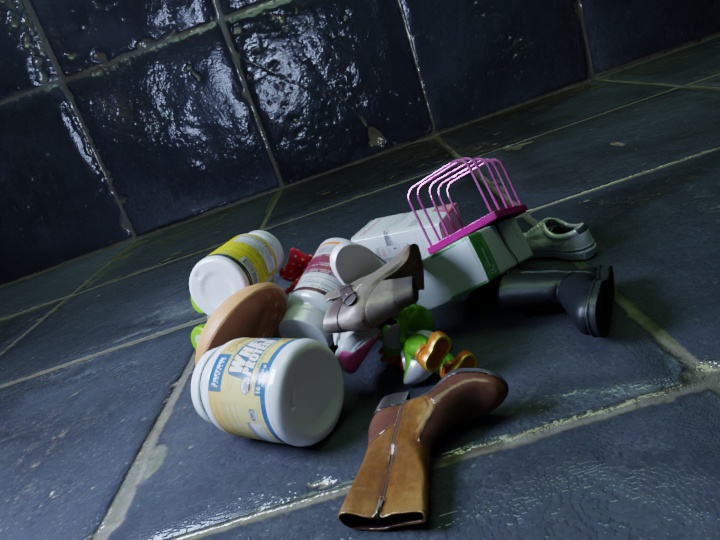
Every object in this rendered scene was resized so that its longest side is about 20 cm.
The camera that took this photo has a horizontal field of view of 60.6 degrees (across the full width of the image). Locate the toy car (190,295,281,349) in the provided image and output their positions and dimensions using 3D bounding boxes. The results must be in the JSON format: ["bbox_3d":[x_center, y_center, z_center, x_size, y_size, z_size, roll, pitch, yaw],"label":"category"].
[{"bbox_3d":[-0.204,0.096,1.207,0.198,0.160,0.164,12,16,31],"label":"toy car"}]

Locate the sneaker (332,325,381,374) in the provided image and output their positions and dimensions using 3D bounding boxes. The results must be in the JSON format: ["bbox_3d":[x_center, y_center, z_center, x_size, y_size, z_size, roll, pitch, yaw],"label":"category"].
[{"bbox_3d":[-0.016,0.090,0.976,0.082,0.088,0.200,-57,0,20],"label":"sneaker"}]

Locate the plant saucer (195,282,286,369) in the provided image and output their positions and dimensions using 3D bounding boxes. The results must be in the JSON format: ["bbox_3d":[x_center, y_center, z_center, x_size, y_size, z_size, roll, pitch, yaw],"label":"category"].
[{"bbox_3d":[-0.203,0.101,1.029,0.037,0.202,0.200,33,44,20],"label":"plant saucer"}]

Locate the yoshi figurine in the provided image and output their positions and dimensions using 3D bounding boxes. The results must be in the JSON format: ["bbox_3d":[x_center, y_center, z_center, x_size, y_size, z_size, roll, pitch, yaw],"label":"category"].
[{"bbox_3d":[0.096,0.100,0.942,0.111,0.114,0.200,-9,11,-23],"label":"yoshi figurine"}]

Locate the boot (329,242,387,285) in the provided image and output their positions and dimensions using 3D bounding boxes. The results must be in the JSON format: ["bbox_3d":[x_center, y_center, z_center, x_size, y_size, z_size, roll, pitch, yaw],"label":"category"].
[{"bbox_3d":[0.000,0.000,1.031,0.090,0.199,0.073,27,86,45],"label":"boot"}]

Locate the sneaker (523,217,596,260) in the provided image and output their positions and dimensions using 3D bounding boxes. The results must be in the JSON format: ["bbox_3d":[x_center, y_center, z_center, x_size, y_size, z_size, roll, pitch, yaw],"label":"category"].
[{"bbox_3d":[0.358,-0.067,1.180,0.073,0.072,0.199,-31,21,-32],"label":"sneaker"}]

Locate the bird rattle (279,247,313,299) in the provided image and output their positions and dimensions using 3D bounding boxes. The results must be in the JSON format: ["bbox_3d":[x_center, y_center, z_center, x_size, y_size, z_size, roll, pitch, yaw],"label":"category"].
[{"bbox_3d":[-0.092,0.028,1.277,0.112,0.164,0.200,32,33,16],"label":"bird rattle"}]

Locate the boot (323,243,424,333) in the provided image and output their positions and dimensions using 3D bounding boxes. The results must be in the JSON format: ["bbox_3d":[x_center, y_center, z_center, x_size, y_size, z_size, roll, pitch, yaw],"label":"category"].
[{"bbox_3d":[0.019,0.026,0.927,0.145,0.071,0.200,-18,16,16],"label":"boot"}]

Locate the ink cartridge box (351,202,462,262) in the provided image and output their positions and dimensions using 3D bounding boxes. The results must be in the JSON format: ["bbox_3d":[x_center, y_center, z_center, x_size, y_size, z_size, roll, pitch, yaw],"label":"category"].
[{"bbox_3d":[0.101,-0.066,1.276,0.198,0.084,0.147,-9,18,28],"label":"ink cartridge box"}]

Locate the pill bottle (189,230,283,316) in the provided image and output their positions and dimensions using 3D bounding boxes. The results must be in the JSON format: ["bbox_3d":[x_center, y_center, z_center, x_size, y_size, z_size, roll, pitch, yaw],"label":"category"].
[{"bbox_3d":[-0.218,0.000,1.129,0.113,0.116,0.200,-13,15,19],"label":"pill bottle"}]

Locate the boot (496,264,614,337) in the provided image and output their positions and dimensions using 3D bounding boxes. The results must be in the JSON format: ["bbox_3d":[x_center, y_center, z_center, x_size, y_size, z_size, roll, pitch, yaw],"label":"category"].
[{"bbox_3d":[0.285,0.045,0.922,0.166,0.077,0.200,-5,16,28],"label":"boot"}]

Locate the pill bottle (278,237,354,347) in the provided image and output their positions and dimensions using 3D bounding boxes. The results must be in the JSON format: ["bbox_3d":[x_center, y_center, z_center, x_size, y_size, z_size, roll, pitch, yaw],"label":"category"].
[{"bbox_3d":[-0.062,0.047,1.104,0.113,0.115,0.201,-7,40,34],"label":"pill bottle"}]

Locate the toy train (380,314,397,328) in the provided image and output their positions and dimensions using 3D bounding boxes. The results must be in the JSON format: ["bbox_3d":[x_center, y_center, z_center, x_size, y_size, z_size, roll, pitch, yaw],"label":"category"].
[{"bbox_3d":[0.018,0.095,1.128,0.198,0.042,0.056,-5,13,39],"label":"toy train"}]

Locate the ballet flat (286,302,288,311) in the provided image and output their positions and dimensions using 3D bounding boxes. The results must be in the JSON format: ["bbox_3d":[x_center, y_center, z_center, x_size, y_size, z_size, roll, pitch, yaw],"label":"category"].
[{"bbox_3d":[-0.068,0.059,1.210,0.198,0.058,0.066,-9,-2,-30],"label":"ballet flat"}]

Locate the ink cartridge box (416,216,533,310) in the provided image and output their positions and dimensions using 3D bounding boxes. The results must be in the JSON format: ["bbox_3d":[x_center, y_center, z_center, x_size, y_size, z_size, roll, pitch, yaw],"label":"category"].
[{"bbox_3d":[0.189,-0.012,1.060,0.146,0.084,0.199,-31,-5,39],"label":"ink cartridge box"}]

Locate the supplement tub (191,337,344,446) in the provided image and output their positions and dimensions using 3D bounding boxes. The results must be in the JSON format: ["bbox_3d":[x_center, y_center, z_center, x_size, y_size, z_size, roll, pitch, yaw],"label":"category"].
[{"bbox_3d":[-0.138,0.172,0.897,0.198,0.146,0.144,-5,23,39],"label":"supplement tub"}]

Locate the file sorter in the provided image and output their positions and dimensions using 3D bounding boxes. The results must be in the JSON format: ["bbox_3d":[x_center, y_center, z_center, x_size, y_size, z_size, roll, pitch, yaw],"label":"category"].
[{"bbox_3d":[0.193,-0.127,1.124,0.138,0.127,0.199,-29,-6,30],"label":"file sorter"}]

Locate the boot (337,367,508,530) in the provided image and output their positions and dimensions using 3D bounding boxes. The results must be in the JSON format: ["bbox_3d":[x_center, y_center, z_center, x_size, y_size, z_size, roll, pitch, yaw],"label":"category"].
[{"bbox_3d":[0.078,0.201,0.713,0.186,0.069,0.200,-13,20,20],"label":"boot"}]
